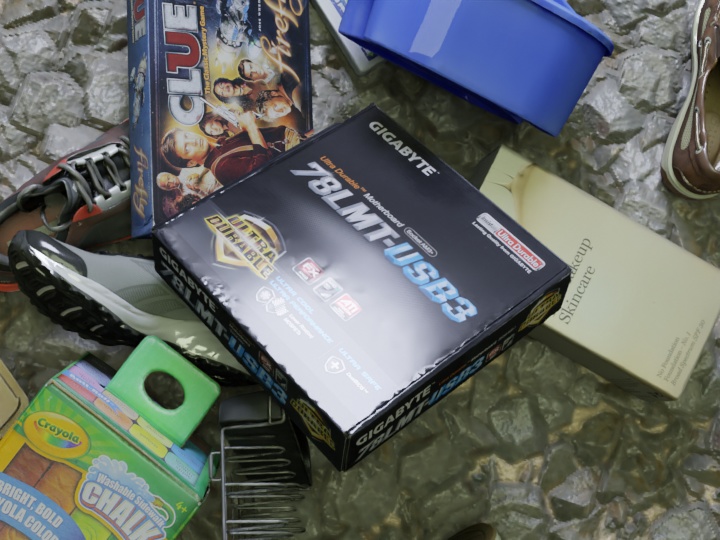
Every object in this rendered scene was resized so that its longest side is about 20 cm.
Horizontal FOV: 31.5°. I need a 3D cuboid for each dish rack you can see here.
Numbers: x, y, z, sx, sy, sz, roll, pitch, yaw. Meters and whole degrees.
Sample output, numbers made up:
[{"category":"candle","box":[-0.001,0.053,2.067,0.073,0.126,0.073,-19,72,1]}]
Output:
[{"category":"dish rack","box":[-0.061,0.189,0.825,0.054,0.154,0.202,-4,65,3]}]

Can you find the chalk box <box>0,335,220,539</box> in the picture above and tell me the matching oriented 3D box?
[{"category":"chalk box","box":[-0.173,0.140,0.828,0.124,0.124,0.201,37,93,-3]}]

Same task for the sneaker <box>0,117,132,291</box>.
[{"category":"sneaker","box":[-0.183,-0.052,0.885,0.199,0.082,0.077,-38,90,-12]}]

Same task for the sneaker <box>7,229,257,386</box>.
[{"category":"sneaker","box":[-0.149,0.015,0.877,0.199,0.074,0.080,26,67,-30]}]

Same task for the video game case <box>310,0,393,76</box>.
[{"category":"video game case","box":[0.044,-0.260,0.972,0.199,0.018,0.144,-33,90,-10]}]

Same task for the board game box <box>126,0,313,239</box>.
[{"category":"board game box","box":[-0.097,-0.121,0.900,0.134,0.034,0.203,1,84,-36]}]

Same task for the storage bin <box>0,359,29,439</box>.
[{"category":"storage bin","box":[-0.305,0.043,0.799,0.093,0.200,0.199,-36,90,-9]}]

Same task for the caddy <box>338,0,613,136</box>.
[{"category":"caddy","box":[0.082,-0.177,0.893,0.198,0.141,0.106,23,95,-22]}]

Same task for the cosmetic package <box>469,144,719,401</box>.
[{"category":"cosmetic package","box":[0.158,0.004,0.935,0.199,0.073,0.104,28,82,-5]}]

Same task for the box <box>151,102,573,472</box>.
[{"category":"box","box":[0.000,0.000,0.829,0.198,0.050,0.200,-33,61,-26]}]

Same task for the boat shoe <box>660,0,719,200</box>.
[{"category":"boat shoe","box":[0.289,-0.153,0.967,0.074,0.075,0.205,15,82,-6]}]

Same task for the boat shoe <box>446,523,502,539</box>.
[{"category":"boat shoe","box":[0.043,0.271,0.897,0.066,0.072,0.201,42,81,-13]}]
